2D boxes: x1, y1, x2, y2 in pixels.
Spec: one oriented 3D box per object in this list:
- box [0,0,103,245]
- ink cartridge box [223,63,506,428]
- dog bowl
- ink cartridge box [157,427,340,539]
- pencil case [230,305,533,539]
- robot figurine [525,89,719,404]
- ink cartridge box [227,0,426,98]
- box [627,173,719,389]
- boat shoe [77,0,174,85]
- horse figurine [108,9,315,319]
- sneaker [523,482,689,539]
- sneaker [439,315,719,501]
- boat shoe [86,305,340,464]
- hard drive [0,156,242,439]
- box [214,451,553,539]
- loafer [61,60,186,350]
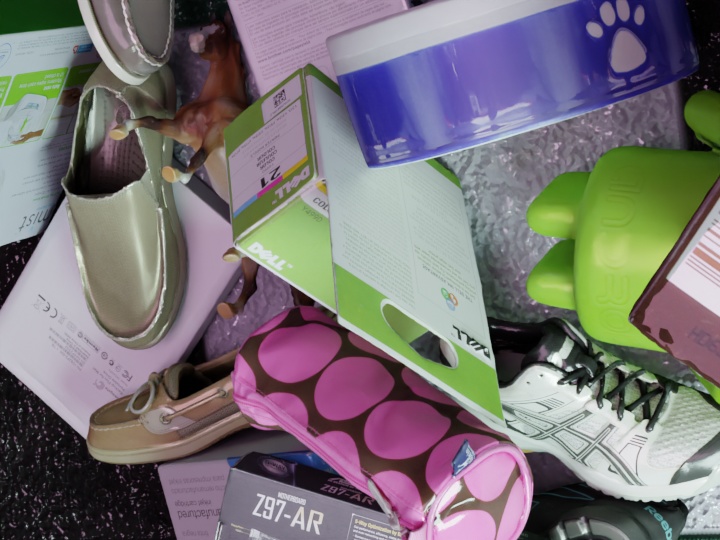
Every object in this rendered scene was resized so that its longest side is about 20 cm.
[{"bbox_3d":[-0.258,-0.102,1.210,0.096,0.200,0.177,34,113,15],"label":"box"},{"bbox_3d":[0.000,0.000,1.091,0.076,0.148,0.201,-34,42,26],"label":"ink cartridge box"},{"bbox_3d":[0.086,-0.122,1.050,0.199,0.200,0.079,-15,97,26],"label":"dog bowl"},{"bbox_3d":[-0.034,0.206,1.222,0.144,0.084,0.201,-10,97,41],"label":"ink cartridge box"},{"bbox_3d":[0.005,0.094,1.088,0.200,0.093,0.091,31,141,44],"label":"pencil case"},{"bbox_3d":[0.197,-0.009,1.069,0.199,0.116,0.177,6,110,23],"label":"robot figurine"},{"bbox_3d":[-0.023,-0.172,1.178,0.119,0.042,0.201,-18,95,26],"label":"ink cartridge box"},{"bbox_3d":[0.252,-0.007,0.880,0.164,0.200,0.166,35,107,14],"label":"box"},{"bbox_3d":[-0.141,-0.218,1.182,0.059,0.072,0.201,-16,71,27],"label":"boat shoe"},{"bbox_3d":[-0.078,-0.054,1.194,0.050,0.133,0.201,-27,101,34],"label":"horse figurine"},{"bbox_3d":[0.119,0.175,1.173,0.199,0.079,0.076,-12,101,46],"label":"sneaker"},{"bbox_3d":[0.132,0.076,1.115,0.199,0.076,0.088,10,141,27],"label":"sneaker"},{"bbox_3d":[-0.095,0.074,1.234,0.199,0.073,0.063,-15,111,20],"label":"boat shoe"},{"bbox_3d":[-0.167,0.014,1.289,0.132,0.026,0.200,39,114,12],"label":"hard drive"},{"bbox_3d":[0.003,0.213,1.123,0.199,0.044,0.161,15,102,11],"label":"box"},{"bbox_3d":[-0.160,-0.043,1.221,0.075,0.068,0.201,4,103,24],"label":"loafer"}]
